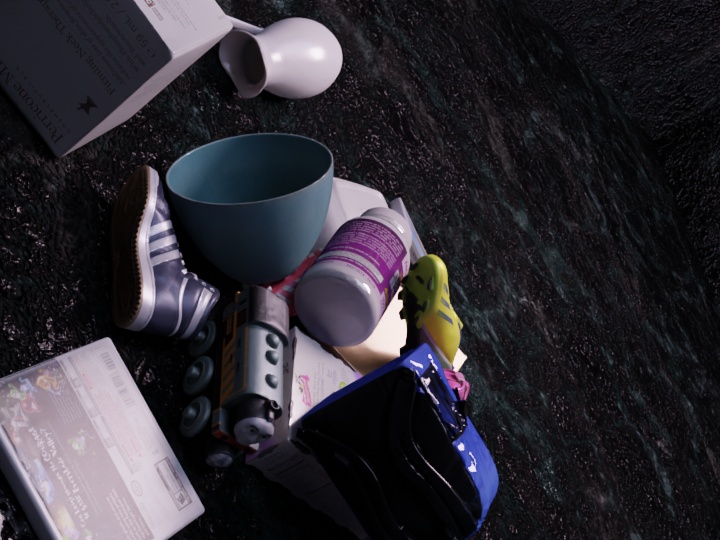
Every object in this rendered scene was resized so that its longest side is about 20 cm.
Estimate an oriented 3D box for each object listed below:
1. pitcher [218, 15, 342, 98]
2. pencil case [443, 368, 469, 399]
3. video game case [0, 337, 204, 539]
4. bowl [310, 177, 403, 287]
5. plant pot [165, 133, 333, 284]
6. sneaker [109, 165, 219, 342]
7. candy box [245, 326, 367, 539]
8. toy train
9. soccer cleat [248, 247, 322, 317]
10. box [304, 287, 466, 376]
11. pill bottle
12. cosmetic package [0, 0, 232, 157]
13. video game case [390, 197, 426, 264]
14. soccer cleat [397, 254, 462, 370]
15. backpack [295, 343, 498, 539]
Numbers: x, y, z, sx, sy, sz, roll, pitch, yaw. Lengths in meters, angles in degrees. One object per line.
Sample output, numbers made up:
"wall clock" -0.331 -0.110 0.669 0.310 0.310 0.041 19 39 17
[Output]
"pitcher" -0.135 -0.340 1.560 0.172 0.122 0.199 49 36 18
"pencil case" 0.098 0.224 1.288 0.091 0.092 0.203 -85 173 -77
"video game case" -0.247 0.174 0.938 0.201 0.023 0.181 60 27 3
"bowl" -0.008 -0.051 1.502 0.199 0.074 0.202 10 55 -54
"plant pot" -0.126 -0.065 1.234 0.201 0.198 0.136 -69 158 -57
"sneaker" -0.215 -0.014 1.126 0.108 0.070 0.202 23 49 -40
"candy box" -0.038 0.192 1.205 0.200 0.071 0.169 40 32 -31
"toy train" -0.130 0.110 1.092 0.085 0.114 0.201 36 34 -33
"soccer cleat" -0.086 0.032 1.305 0.077 0.066 0.200 68 27 -10
"box" 0.039 0.099 1.372 0.200 0.021 0.164 46 49 -5
"pill bottle" 0.000 0.000 1.299 0.113 0.112 0.200 51 35 -12
"cosmetic package" -0.285 -0.265 1.129 0.168 0.199 0.167 52 28 -10
"video game case" 0.098 -0.007 1.575 0.200 0.022 0.183 -96 160 -72
"soccer cleat" 0.095 0.060 1.307 0.083 0.202 0.065 -18 38 -26
"backpack" 0.063 0.199 1.116 0.201 0.162 0.168 60 26 1
